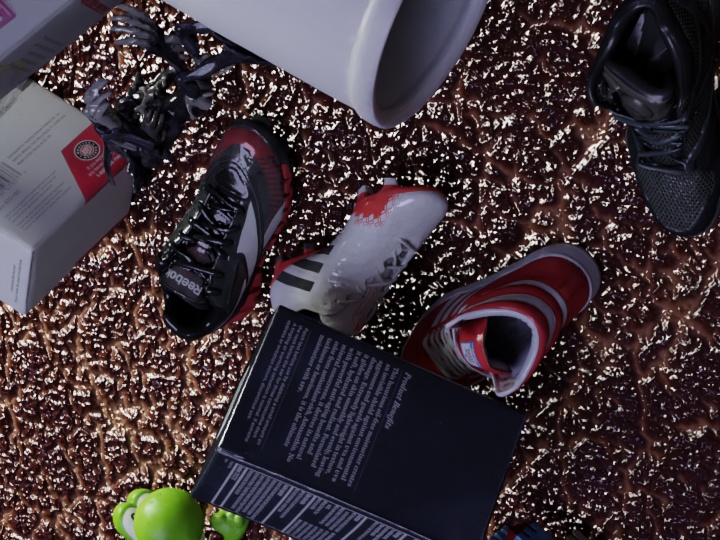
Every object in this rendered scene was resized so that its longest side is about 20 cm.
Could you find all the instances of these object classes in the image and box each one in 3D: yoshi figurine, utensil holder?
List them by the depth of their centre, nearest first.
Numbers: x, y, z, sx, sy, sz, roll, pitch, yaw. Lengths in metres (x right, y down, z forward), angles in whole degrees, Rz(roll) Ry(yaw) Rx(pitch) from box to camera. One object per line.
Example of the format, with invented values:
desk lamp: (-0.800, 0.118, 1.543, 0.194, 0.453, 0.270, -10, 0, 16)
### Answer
utensil holder: (-0.029, -0.213, 1.387, 0.199, 0.170, 0.171, 28, 130, 17)
yoshi figurine: (-0.132, 0.261, 1.796, 0.200, 0.112, 0.112, 42, 116, 6)

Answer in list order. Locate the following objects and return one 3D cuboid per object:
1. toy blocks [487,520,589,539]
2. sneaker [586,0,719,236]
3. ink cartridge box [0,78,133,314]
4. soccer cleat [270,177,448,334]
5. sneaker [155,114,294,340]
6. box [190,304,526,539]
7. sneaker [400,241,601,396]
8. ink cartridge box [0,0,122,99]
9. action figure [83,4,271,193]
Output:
toy blocks: (0.134, 0.265, 1.642, 0.137, 0.100, 0.201, 41, 133, 19)
sneaker: (0.192, -0.098, 1.354, 0.076, 0.114, 0.200, 13, 126, 27)
ink cartridge box: (-0.298, -0.081, 1.649, 0.199, 0.145, 0.084, 32, 141, 12)
soccer cleat: (0.000, 0.000, 1.547, 0.200, 0.068, 0.086, -33, 54, 44)
sneaker: (-0.107, -0.025, 1.599, 0.071, 0.098, 0.201, 31, 129, 15)
box: (-0.005, 0.136, 1.539, 0.198, 0.124, 0.200, 24, 162, -4)
sneaker: (0.080, 0.057, 1.520, 0.071, 0.112, 0.200, 50, 131, -4)
ink cartridge box: (-0.274, -0.178, 1.518, 0.200, 0.145, 0.085, -37, 91, 2)
action figure: (-0.152, -0.141, 1.546, 0.102, 0.119, 0.200, 30, 132, -30)
